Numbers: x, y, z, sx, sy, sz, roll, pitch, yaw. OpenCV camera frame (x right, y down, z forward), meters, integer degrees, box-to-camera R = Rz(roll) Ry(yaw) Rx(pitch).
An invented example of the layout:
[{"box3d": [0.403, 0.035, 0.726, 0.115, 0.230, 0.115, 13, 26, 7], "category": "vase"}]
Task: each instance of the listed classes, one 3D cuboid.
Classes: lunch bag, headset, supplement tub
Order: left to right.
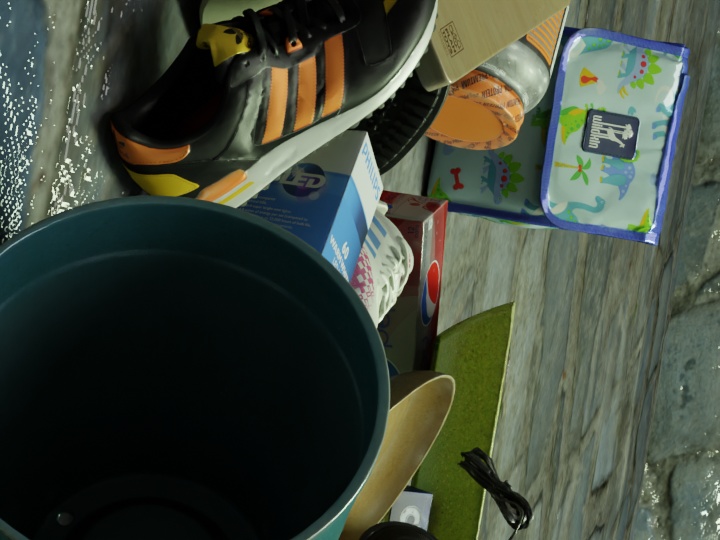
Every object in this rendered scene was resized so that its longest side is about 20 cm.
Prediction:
[{"box3d": [0.019, 0.193, 1.155, 0.199, 0.094, 0.124, -31, 152, -14], "category": "headset"}, {"box3d": [0.098, -0.203, 1.422, 0.123, 0.122, 0.201, 65, 38, -61], "category": "supplement tub"}, {"box3d": [0.168, -0.118, 1.559, 0.127, 0.199, 0.171, 0, 100, -73], "category": "lunch bag"}]

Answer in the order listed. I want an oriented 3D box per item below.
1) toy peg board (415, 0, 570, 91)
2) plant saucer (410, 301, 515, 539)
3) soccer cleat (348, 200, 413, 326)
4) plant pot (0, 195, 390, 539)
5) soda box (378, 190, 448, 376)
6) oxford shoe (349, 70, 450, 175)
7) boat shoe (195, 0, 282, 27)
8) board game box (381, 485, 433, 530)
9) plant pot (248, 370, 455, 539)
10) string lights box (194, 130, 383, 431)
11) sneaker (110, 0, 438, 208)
[{"box3d": [0.019, -0.218, 1.127, 0.199, 0.097, 0.201, -38, 108, -55], "category": "toy peg board"}, {"box3d": [0.067, 0.120, 1.343, 0.200, 0.048, 0.202, 74, 26, -87], "category": "plant saucer"}, {"box3d": [0.000, 0.000, 1.144, 0.200, 0.086, 0.070, -107, -147, -57], "category": "soccer cleat"}, {"box3d": [-0.095, 0.102, 0.868, 0.189, 0.199, 0.201, 100, 10, -51], "category": "plant pot"}, {"box3d": [0.021, 0.045, 1.403, 0.070, 0.063, 0.201, -42, 139, -66], "category": "soda box"}, {"box3d": [0.044, -0.152, 1.283, 0.201, 0.072, 0.084, -60, 170, 22], "category": "oxford shoe"}, {"box3d": [-0.044, -0.149, 1.107, 0.201, 0.073, 0.063, 20, 41, -62], "category": "boat shoe"}, {"box3d": [-0.014, 0.241, 1.297, 0.034, 0.135, 0.202, 9, 90, -31], "category": "board game box"}, {"box3d": [-0.019, 0.132, 1.054, 0.200, 0.027, 0.200, -47, 164, -17], "category": "plant pot"}, {"box3d": [-0.066, 0.010, 1.039, 0.059, 0.102, 0.201, 71, 33, -54], "category": "string lights box"}, {"box3d": [-0.044, -0.110, 0.978, 0.200, 0.070, 0.090, -40, 146, -1], "category": "sneaker"}]
